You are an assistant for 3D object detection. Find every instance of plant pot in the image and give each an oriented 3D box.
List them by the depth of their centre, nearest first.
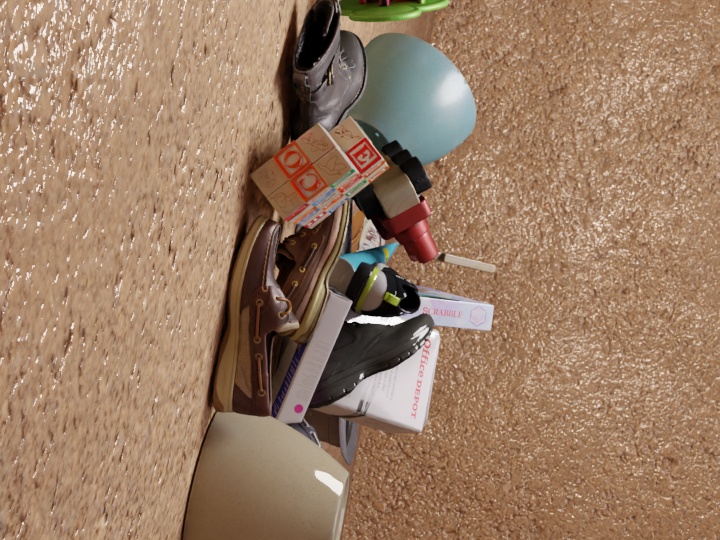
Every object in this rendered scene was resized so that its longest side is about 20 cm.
[{"bbox_3d":[0.047,-0.220,1.758,0.135,0.200,0.200,-50,159,-30],"label":"plant pot"}]

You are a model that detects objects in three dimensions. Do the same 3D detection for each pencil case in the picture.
[{"bbox_3d":[-0.010,-0.018,1.993,0.090,0.078,0.200,-60,-176,28],"label":"pencil case"}]

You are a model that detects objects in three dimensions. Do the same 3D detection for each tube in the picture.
[{"bbox_3d":[0.000,0.000,1.620,0.077,0.050,0.200,-50,170,16],"label":"tube"}]

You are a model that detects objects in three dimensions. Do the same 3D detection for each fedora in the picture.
[{"bbox_3d":[-0.053,0.195,1.872,0.177,0.090,0.200,-73,165,-64],"label":"fedora"}]

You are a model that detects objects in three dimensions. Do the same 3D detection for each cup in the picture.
[{"bbox_3d":[-0.091,0.247,1.272,0.200,0.143,0.201,10,90,-84],"label":"cup"}]

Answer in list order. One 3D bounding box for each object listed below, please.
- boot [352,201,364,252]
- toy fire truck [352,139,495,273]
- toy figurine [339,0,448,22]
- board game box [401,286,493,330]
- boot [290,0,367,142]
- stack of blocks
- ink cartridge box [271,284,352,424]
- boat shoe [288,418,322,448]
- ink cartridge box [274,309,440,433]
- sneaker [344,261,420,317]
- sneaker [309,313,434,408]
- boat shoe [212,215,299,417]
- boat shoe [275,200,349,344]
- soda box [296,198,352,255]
[{"bbox_3d":[-0.006,-0.108,1.866,0.200,0.077,0.155,-70,167,-53],"label":"boot"},{"bbox_3d":[0.077,-0.065,1.649,0.200,0.129,0.176,63,-3,-20],"label":"toy fire truck"},{"bbox_3d":[0.024,-0.394,1.417,0.200,0.150,0.184,-78,165,-70],"label":"toy figurine"},{"bbox_3d":[0.061,0.047,1.814,0.200,0.199,0.041,15,-83,61],"label":"board game box"},{"bbox_3d":[-0.034,-0.238,1.356,0.174,0.069,0.200,93,11,-58],"label":"boot"},{"bbox_3d":[-0.038,-0.105,1.287,0.115,0.059,0.200,-38,177,5],"label":"stack of blocks"},{"bbox_3d":[-0.071,0.113,1.448,0.200,0.037,0.095,-65,-164,3],"label":"ink cartridge box"},{"bbox_3d":[-0.085,0.217,1.515,0.073,0.063,0.200,-66,-171,-2],"label":"boat shoe"},{"bbox_3d":[-0.004,0.125,1.633,0.084,0.200,0.146,-14,-121,54],"label":"ink cartridge box"},{"bbox_3d":[0.034,0.037,1.520,0.072,0.083,0.200,-66,172,4],"label":"sneaker"},{"bbox_3d":[0.004,0.094,1.535,0.091,0.200,0.076,60,-23,7],"label":"sneaker"},{"bbox_3d":[-0.095,0.047,1.216,0.072,0.072,0.200,59,41,-82],"label":"boat shoe"},{"bbox_3d":[-0.064,-0.017,1.415,0.072,0.067,0.200,-31,-140,64],"label":"boat shoe"},{"bbox_3d":[-0.048,-0.018,1.658,0.200,0.063,0.068,92,10,-55],"label":"soda box"}]
